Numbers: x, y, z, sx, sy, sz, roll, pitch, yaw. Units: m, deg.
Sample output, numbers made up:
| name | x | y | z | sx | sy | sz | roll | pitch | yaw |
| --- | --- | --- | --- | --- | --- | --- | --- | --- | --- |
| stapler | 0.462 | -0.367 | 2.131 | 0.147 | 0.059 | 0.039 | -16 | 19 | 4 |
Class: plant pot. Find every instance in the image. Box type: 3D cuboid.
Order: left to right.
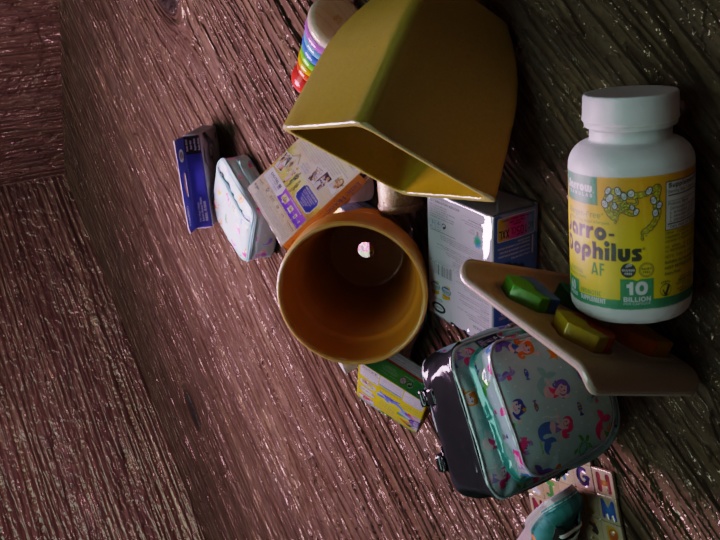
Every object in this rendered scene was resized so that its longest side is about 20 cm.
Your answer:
| name | x | y | z | sx | sy | sz | roll | pitch | yaw |
| --- | --- | --- | --- | --- | --- | --- | --- | --- | --- |
| plant pot | 0.000 | 0.000 | 1.146 | 0.184 | 0.198 | 0.202 | -69 | -24 | -68 |
| plant pot | 0.064 | -0.211 | 0.933 | 0.194 | 0.194 | 0.202 | 14 | 80 | 59 |

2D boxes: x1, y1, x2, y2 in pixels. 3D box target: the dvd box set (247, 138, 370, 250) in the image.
| name | x | y | z | sx | sy | sz | roll | pitch | yaw |
| --- | --- | --- | --- | --- | --- | --- | --- | --- | --- |
| dvd box set | -0.070 | -0.144 | 1.253 | 0.200 | 0.029 | 0.147 | -43 | 52 | 10 |

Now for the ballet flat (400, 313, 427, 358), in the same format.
| name | x | y | z | sx | sy | sz | roll | pitch | yaw |
| --- | --- | --- | --- | --- | --- | --- | --- | --- | --- |
| ballet flat | 0.046 | 0.117 | 1.283 | 0.068 | 0.067 | 0.201 | 55 | 147 | 35 |

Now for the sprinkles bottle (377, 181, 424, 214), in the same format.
| name | x | y | z | sx | sy | sz | roll | pitch | yaw |
| --- | --- | --- | --- | --- | --- | --- | --- | --- | --- |
| sprinkles bottle | 0.049 | -0.181 | 1.122 | 0.068 | 0.068 | 0.202 | 26 | 126 | 56 |

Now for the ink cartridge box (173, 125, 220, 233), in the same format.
| name | x | y | z | sx | sy | sz | roll | pitch | yaw |
| --- | --- | --- | --- | --- | --- | --- | --- | --- | --- |
| ink cartridge box | -0.336 | -0.199 | 1.758 | 0.200 | 0.040 | 0.202 | -73 | -22 | -71 |

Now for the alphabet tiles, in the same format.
| name | x | y | z | sx | sy | sz | roll | pitch | yaw |
| --- | --- | --- | --- | --- | --- | --- | --- | --- | --- |
| alphabet tiles | 0.265 | 0.297 | 1.029 | 0.166 | 0.006 | 0.202 | 2 | 105 | 62 |

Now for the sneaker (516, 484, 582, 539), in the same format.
| name | x | y | z | sx | sy | sz | roll | pitch | yaw |
| --- | --- | --- | --- | --- | --- | --- | --- | --- | --- |
| sneaker | 0.244 | 0.340 | 1.018 | 0.080 | 0.071 | 0.201 | 49 | 149 | 32 |

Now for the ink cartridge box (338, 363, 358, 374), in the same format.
| name | x | y | z | sx | sy | sz | roll | pitch | yaw |
| --- | --- | --- | --- | --- | --- | --- | --- | --- | --- |
| ink cartridge box | -0.031 | 0.090 | 1.332 | 0.118 | 0.067 | 0.200 | 58 | 173 | 24 |

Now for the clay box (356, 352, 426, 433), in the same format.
| name | x | y | z | sx | sy | sz | roll | pitch | yaw |
| --- | --- | --- | --- | --- | --- | --- | --- | --- | --- |
| clay box | 0.053 | 0.178 | 1.228 | 0.114 | 0.048 | 0.200 | 31 | 160 | 11 |

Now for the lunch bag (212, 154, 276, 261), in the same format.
| name | x | y | z | sx | sy | sz | roll | pitch | yaw |
| --- | --- | --- | --- | --- | --- | --- | --- | --- | --- |
| lunch bag | -0.238 | -0.133 | 1.677 | 0.201 | 0.076 | 0.161 | 55 | 147 | 34 |

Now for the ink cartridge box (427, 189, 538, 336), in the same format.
| name | x | y | z | sx | sy | sz | roll | pitch | yaw |
| --- | --- | --- | --- | --- | --- | --- | --- | --- | --- |
| ink cartridge box | 0.149 | 0.003 | 1.020 | 0.136 | 0.076 | 0.202 | 32 | 129 | 54 |

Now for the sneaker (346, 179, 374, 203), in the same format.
| name | x | y | z | sx | sy | sz | roll | pitch | yaw |
| --- | --- | --- | --- | --- | --- | --- | --- | --- | --- |
| sneaker | -0.062 | -0.161 | 1.325 | 0.200 | 0.084 | 0.074 | 38 | 138 | 51 |

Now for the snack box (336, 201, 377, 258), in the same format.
| name | x | y | z | sx | sy | sz | roll | pitch | yaw |
| --- | --- | --- | --- | --- | --- | --- | --- | --- | --- |
| snack box | -0.018 | -0.045 | 1.334 | 0.200 | 0.053 | 0.144 | 35 | 135 | 51 |

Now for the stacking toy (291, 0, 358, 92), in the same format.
| name | x | y | z | sx | sy | sz | roll | pitch | yaw |
| --- | --- | --- | --- | --- | --- | --- | --- | --- | --- |
| stacking toy | -0.064 | -0.330 | 1.252 | 0.086 | 0.085 | 0.200 | 70 | 157 | 7 |

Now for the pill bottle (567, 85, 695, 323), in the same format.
| name | x | y | z | sx | sy | sz | roll | pitch | yaw |
| --- | --- | --- | --- | --- | --- | --- | --- | --- | --- |
| pill bottle | 0.248 | -0.063 | 0.757 | 0.112 | 0.112 | 0.202 | 24 | 124 | 56 |

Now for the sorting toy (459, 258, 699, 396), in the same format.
| name | x | y | z | sx | sy | sz | roll | pitch | yaw |
| --- | --- | --- | --- | --- | --- | --- | --- | --- | --- |
| sorting toy | 0.218 | 0.049 | 0.812 | 0.200 | 0.184 | 0.037 | 46 | 119 | 45 |

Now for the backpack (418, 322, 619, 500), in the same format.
| name | x | y | z | sx | sy | sz | roll | pitch | yaw |
| --- | --- | --- | --- | --- | --- | --- | --- | --- | --- |
| backpack | 0.186 | 0.139 | 0.891 | 0.150 | 0.198 | 0.179 | -31 | 74 | 58 |
